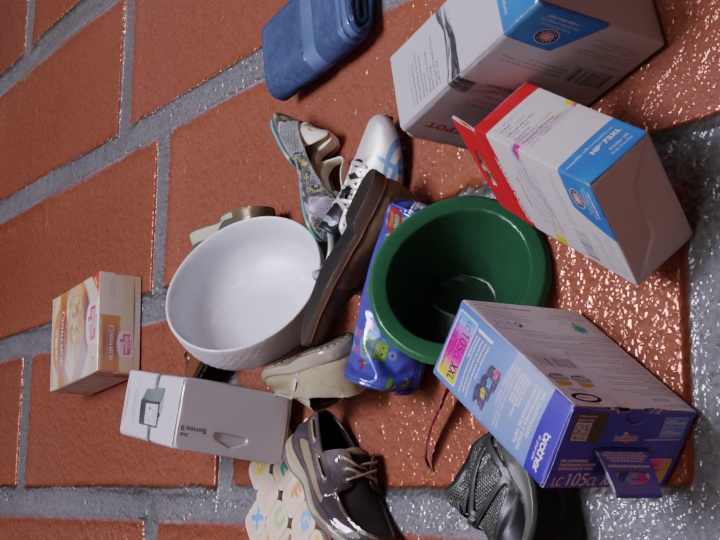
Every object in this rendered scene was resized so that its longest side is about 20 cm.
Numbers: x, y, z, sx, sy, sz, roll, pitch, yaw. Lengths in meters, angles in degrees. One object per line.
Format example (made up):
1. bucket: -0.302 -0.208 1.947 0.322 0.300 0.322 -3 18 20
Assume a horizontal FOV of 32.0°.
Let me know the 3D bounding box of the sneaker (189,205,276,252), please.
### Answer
1. sneaker: -0.162 -0.020 1.611 0.199 0.066 0.091 -18 73 57

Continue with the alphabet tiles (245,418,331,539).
1. alphabet tiles: -0.085 0.280 1.470 0.197 0.014 0.201 -58 39 32

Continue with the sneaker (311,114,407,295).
1. sneaker: -0.002 -0.072 1.363 0.072 0.072 0.203 25 103 57

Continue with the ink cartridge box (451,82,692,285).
1. ink cartridge box: 0.171 -0.081 1.044 0.067 0.117 0.200 -41 36 -9

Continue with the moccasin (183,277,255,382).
1. moccasin: -0.176 0.072 1.610 0.078 0.073 0.202 65 144 29

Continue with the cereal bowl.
1. cereal bowl: -0.123 0.037 1.467 0.197 0.084 0.202 -13 48 15

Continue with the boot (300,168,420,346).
1. boot: 0.000 0.000 1.315 0.202 0.075 0.074 -62 17 12

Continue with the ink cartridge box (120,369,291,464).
1. ink cartridge box: -0.188 0.175 1.517 0.199 0.144 0.085 -3 77 61

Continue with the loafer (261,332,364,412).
1. loafer: -0.052 0.121 1.386 0.069 0.075 0.200 66 156 2

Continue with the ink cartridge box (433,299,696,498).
1. ink cartridge box: 0.168 0.105 1.002 0.200 0.135 0.077 44 121 52

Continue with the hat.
1. hat: 0.098 0.050 1.223 0.198 0.176 0.167 -30 60 -2

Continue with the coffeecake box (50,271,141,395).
1. coffeecake box: -0.417 0.102 1.968 0.199 0.072 0.156 -23 64 53

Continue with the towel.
1. towel: -0.050 -0.287 1.503 0.199 0.048 0.113 -27 61 51

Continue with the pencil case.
1. pencil case: 0.045 0.028 1.264 0.086 0.078 0.203 22 102 38

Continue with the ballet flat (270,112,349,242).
1. ballet flat: -0.048 -0.122 1.464 0.072 0.071 0.202 -54 43 36

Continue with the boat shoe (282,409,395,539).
1. boat shoe: -0.020 0.219 1.328 0.200 0.074 0.074 47 118 45

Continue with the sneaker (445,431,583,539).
1. sneaker: 0.133 0.227 1.092 0.114 0.075 0.202 -37 51 50

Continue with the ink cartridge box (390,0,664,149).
1. ink cartridge box: 0.140 -0.192 1.099 0.200 0.144 0.085 -38 52 47
